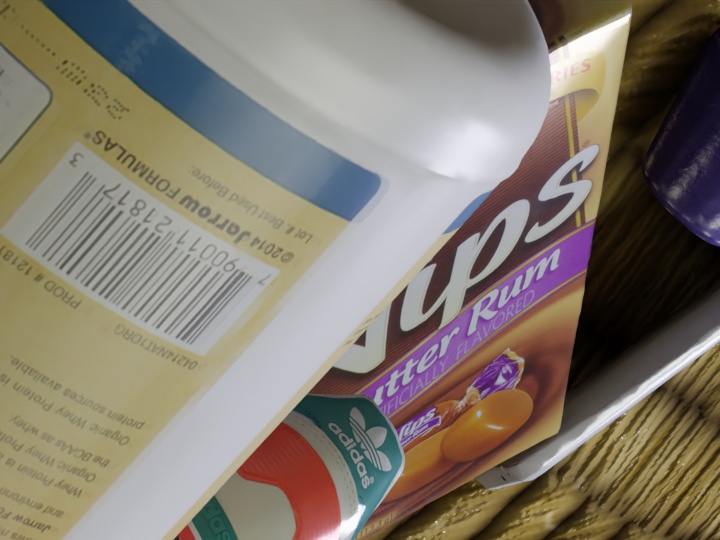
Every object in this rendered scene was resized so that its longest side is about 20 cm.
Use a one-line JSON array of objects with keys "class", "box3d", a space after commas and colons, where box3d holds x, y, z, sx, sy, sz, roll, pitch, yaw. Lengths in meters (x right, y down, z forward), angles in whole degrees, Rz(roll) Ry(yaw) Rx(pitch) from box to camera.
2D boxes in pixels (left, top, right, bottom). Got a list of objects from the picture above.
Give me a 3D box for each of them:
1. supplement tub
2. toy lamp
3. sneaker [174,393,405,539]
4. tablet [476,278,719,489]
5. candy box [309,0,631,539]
[{"class": "supplement tub", "box3d": [-0.077, -0.010, 0.549, 0.200, 0.145, 0.145, -47, 152, 17]}, {"class": "toy lamp", "box3d": [0.156, -0.089, 0.820, 0.200, 0.058, 0.058, -50, 151, 17]}, {"class": "sneaker", "box3d": [-0.064, 0.070, 0.708, 0.093, 0.071, 0.200, -26, -178, -36]}, {"class": "tablet", "box3d": [0.121, 0.006, 0.925, 0.200, 0.014, 0.130, -37, 177, -5]}, {"class": "candy box", "box3d": [0.000, 0.000, 0.764, 0.116, 0.057, 0.200, -28, 151, -19]}]
